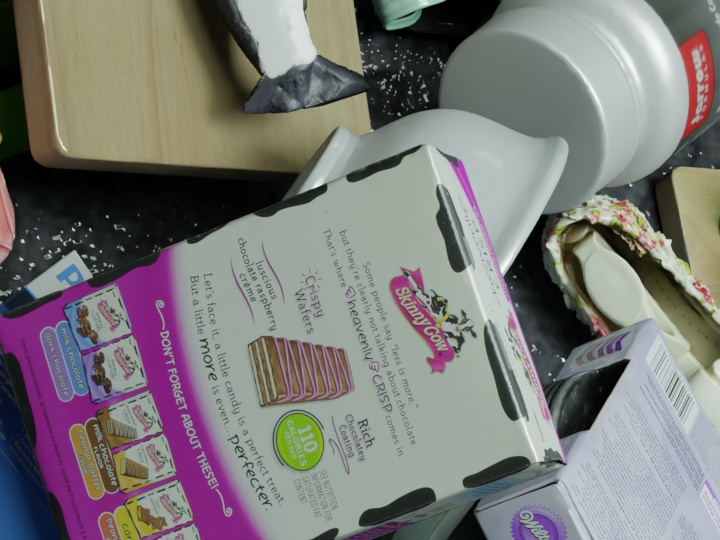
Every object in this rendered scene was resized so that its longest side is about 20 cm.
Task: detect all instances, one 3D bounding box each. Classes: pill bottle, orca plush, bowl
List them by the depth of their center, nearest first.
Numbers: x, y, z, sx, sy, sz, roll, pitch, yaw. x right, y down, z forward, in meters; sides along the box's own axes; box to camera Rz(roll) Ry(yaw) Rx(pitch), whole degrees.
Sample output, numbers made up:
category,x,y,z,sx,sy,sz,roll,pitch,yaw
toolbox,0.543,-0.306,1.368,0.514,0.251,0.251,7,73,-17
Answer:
category,x,y,z,sx,sy,sz,roll,pitch,yaw
bowl,0.000,0.000,1.322,0.090,0.201,0.201,35,54,-5
orca plush,-0.035,-0.173,1.335,0.071,0.105,0.201,-37,105,-79
pill bottle,0.133,-0.110,1.485,0.114,0.114,0.200,53,44,1

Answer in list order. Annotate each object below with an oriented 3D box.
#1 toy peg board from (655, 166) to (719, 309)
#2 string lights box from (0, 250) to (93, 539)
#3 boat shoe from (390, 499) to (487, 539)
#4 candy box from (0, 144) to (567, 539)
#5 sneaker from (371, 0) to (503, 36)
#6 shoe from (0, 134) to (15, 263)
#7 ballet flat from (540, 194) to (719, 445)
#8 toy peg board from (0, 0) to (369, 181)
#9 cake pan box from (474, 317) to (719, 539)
category,x,y,z,sx,sy,sz,roll,pitch,yaw
toy peg board,0.274,0.032,1.530,0.199,0.098,0.200,3,66,-29
string lights box,-0.167,0.089,1.262,0.200,0.059,0.103,-38,90,-37
boat shoe,0.040,0.142,1.358,0.060,0.076,0.200,42,65,-6
candy box,-0.033,0.049,1.211,0.061,0.199,0.137,15,55,-73
sneaker,0.000,-0.187,1.480,0.200,0.074,0.119,20,53,-24
shoe,-0.186,-0.067,1.269,0.091,0.071,0.201,38,63,-52
ballet flat,0.154,0.044,1.454,0.200,0.076,0.064,47,10,15
toy peg board,-0.107,-0.135,1.380,0.199,0.097,0.201,2,77,-47
cake pan box,0.135,0.139,1.355,0.201,0.052,0.184,61,25,-13
